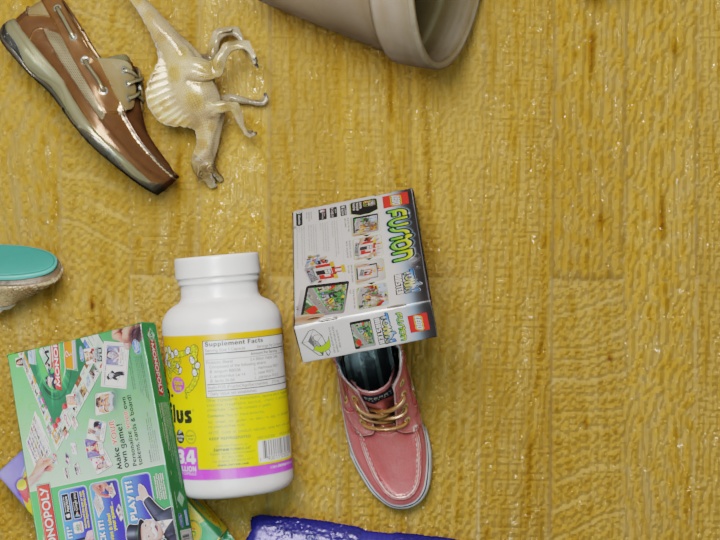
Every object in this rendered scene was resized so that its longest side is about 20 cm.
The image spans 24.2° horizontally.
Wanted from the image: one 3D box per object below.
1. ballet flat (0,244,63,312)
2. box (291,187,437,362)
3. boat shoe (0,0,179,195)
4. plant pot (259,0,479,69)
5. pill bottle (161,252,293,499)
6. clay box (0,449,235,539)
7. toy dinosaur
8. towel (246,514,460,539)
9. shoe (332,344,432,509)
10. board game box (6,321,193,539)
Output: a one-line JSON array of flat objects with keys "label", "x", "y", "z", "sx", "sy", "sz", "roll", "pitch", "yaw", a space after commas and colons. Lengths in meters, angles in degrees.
[{"label": "ballet flat", "x": -0.356, "y": 0.012, "z": 1.468, "sx": 0.198, "sy": 0.071, "sz": 0.066, "roll": 5, "pitch": 118, "yaw": 6}, {"label": "box", "x": 0.000, "y": 0.000, "z": 1.374, "sx": 0.109, "sy": 0.200, "sz": 0.035, "roll": -11, "pitch": 118, "yaw": 4}, {"label": "boat shoe", "x": -0.224, "y": -0.156, "z": 1.445, "sx": 0.074, "sy": 0.076, "sz": 0.200, "roll": -42, "pitch": 89, "yaw": 0}, {"label": "plant pot", "x": -0.002, "y": -0.275, "z": 1.387, "sx": 0.172, "sy": 0.200, "sz": 0.202, "roll": 10, "pitch": 91, "yaw": 21}, {"label": "pill bottle", "x": -0.115, "y": 0.088, "z": 1.426, "sx": 0.103, "sy": 0.104, "sz": 0.202, "roll": -4, "pitch": 90, "yaw": 3}, {"label": "clay box", "x": -0.206, "y": 0.212, "z": 1.461, "sx": 0.115, "sy": 0.048, "sz": 0.200, "roll": -42, "pitch": 87, "yaw": 4}, {"label": "toy dinosaur", "x": -0.141, "y": -0.172, "z": 1.438, "sx": 0.101, "sy": 0.058, "sz": 0.201, "roll": -24, "pitch": 98, "yaw": -7}, {"label": "towel", "x": -0.007, "y": 0.295, "z": 1.454, "sx": 0.198, "sy": 0.050, "sz": 0.149, "roll": 7, "pitch": 84, "yaw": 4}, {"label": "shoe", "x": 0.014, "y": 0.112, "z": 1.422, "sx": 0.071, "sy": 0.091, "sz": 0.202, "roll": -13, "pitch": 94, "yaw": 3}, {"label": "board game box", "x": -0.218, "y": 0.155, "z": 1.405, "sx": 0.134, "sy": 0.029, "sz": 0.202, "roll": -13, "pitch": 83, "yaw": 20}]
